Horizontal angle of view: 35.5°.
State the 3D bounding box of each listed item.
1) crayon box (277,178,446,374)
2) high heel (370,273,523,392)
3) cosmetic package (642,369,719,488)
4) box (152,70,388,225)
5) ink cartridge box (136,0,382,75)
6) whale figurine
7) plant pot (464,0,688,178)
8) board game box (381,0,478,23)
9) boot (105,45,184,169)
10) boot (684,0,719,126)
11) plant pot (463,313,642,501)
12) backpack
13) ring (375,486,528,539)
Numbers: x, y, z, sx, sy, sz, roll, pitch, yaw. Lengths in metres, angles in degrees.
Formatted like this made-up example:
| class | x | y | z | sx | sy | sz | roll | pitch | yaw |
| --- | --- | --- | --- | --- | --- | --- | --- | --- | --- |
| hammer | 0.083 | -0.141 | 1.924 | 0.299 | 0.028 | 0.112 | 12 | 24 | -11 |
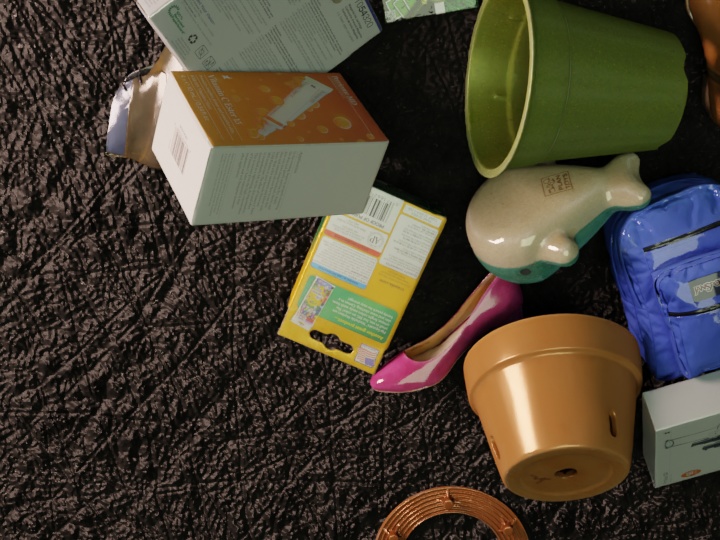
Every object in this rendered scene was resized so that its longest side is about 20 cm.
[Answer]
| class | x | y | z | sx | sy | sz | roll | pitch | yaw |
| --- | --- | --- | --- | --- | --- | --- | --- | --- | --- |
| crayon box | 0.000 | 0.000 | 1.274 | 0.124 | 0.052 | 0.202 | 23 | 105 | -6 |
| high heel | 0.094 | 0.067 | 1.280 | 0.198 | 0.068 | 0.097 | -20 | 116 | 1 |
| cosmetic package | 0.394 | 0.173 | 1.262 | 0.149 | 0.052 | 0.201 | -15 | 149 | 7 |
| box | -0.092 | -0.127 | 1.143 | 0.198 | 0.125 | 0.098 | -6 | 135 | -32 |
| ink cartridge box | -0.096 | -0.257 | 1.140 | 0.199 | 0.043 | 0.197 | -37 | 143 | -2 |
| whale figurine | 0.215 | -0.056 | 1.215 | 0.198 | 0.160 | 0.104 | -20 | 133 | 13 |
| plant pot | 0.226 | -0.191 | 1.160 | 0.187 | 0.200 | 0.203 | 3 | 107 | -14 |
| board game box | 0.060 | -0.369 | 1.179 | 0.103 | 0.023 | 0.203 | -10 | 106 | 1 |
| boot | -0.222 | -0.204 | 1.202 | 0.095 | 0.075 | 0.203 | 5 | 109 | -4 |
| boot | 0.389 | -0.237 | 1.146 | 0.073 | 0.155 | 0.203 | -10 | 107 | 4 |
| plant pot | 0.217 | 0.159 | 1.227 | 0.197 | 0.142 | 0.201 | -2 | 145 | -1 |
| backpack | 0.362 | 0.000 | 1.215 | 0.161 | 0.168 | 0.202 | -20 | 100 | 0 |
| ring | 0.114 | 0.362 | 1.399 | 0.197 | 0.019 | 0.203 | 0 | 106 | 0 |
